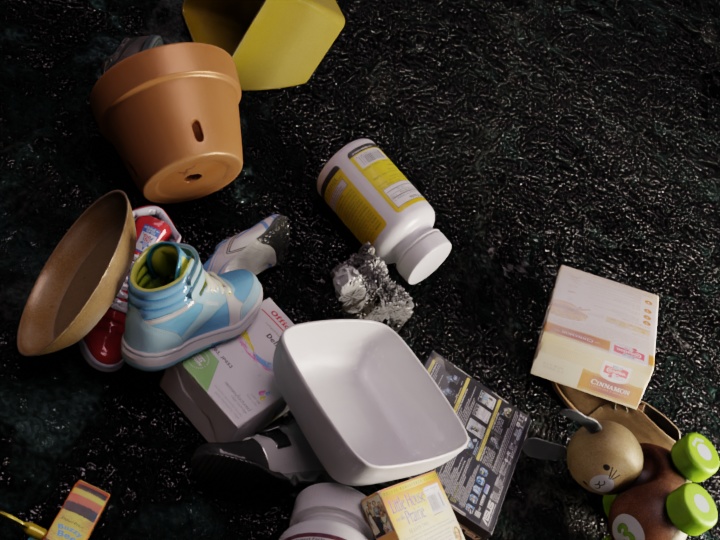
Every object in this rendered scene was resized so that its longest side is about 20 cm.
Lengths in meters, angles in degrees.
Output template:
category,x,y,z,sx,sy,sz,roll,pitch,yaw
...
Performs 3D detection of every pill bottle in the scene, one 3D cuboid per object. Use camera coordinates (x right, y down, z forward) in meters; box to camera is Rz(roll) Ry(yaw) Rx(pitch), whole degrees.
category,x,y,z,sx,sy,sz,roll,pitch,yaw
pill bottle,0.036,-0.081,1.348,0.110,0.112,0.201,-22,64,-42
pill bottle,-0.040,0.318,0.927,0.108,0.110,0.202,23,39,-9

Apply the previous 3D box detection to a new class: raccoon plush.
category,x,y,z,sx,sy,sz,roll,pitch,yaw
raccoon plush,0.000,0.000,1.212,0.095,0.201,0.135,-24,58,-6

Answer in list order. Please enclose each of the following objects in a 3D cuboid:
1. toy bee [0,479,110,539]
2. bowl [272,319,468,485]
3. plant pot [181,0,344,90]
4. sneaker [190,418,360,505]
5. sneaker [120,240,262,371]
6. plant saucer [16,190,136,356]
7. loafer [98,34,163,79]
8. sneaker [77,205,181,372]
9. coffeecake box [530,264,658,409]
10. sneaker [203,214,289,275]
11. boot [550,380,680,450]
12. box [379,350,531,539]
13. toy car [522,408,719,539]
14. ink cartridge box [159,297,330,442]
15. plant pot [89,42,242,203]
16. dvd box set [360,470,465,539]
category,x,y,z,sx,sy,sz,roll,pitch,yaw
toy bee,-0.267,0.264,0.847,0.129,0.109,0.202,13,45,-22
bowl,0.002,0.150,1.044,0.198,0.075,0.201,-1,46,-47
plant pot,-0.143,-0.405,1.498,0.174,0.200,0.202,8,46,-39
sneaker,-0.095,0.203,1.037,0.197,0.074,0.090,18,43,-30
sneaker,-0.174,0.014,1.032,0.079,0.133,0.199,24,35,25
plant saucer,-0.297,0.009,1.019,0.035,0.199,0.202,35,36,-31
loafer,-0.341,-0.281,1.356,0.062,0.073,0.201,10,36,5
sneaker,-0.262,0.011,1.078,0.070,0.112,0.202,25,42,-24
coffeecake box,0.336,0.089,1.346,0.151,0.074,0.200,18,32,10
sneaker,-0.150,-0.022,1.219,0.071,0.073,0.200,10,28,22
boot,0.355,0.189,1.315,0.199,0.076,0.074,39,45,10
box,0.113,0.215,1.165,0.160,0.049,0.201,34,42,-1
toy car,0.301,0.246,1.148,0.198,0.165,0.159,34,41,-5
ink cartridge box,-0.119,0.111,1.107,0.117,0.068,0.199,44,43,14
plant pot,-0.238,-0.180,1.234,0.197,0.200,0.142,-10,73,-36
dvd box set,0.080,0.317,0.988,0.146,0.029,0.203,5,58,-63
